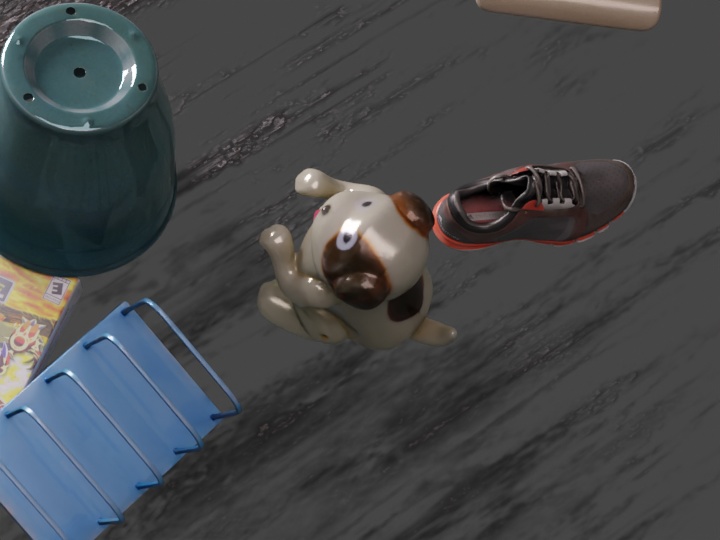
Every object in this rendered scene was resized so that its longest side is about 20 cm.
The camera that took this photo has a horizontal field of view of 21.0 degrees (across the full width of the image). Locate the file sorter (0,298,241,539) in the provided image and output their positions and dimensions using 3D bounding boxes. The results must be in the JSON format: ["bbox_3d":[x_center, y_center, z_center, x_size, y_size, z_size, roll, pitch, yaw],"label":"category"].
[{"bbox_3d":[-0.219,0.137,1.662,0.200,0.123,0.139,-43,97,-19],"label":"file sorter"}]

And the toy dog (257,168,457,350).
[{"bbox_3d":[0.000,0.000,1.704,0.194,0.200,0.140,43,75,9],"label":"toy dog"}]

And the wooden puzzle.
[{"bbox_3d":[0.210,-0.342,1.915,0.183,0.037,0.202,7,73,-3],"label":"wooden puzzle"}]

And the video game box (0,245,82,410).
[{"bbox_3d":[-0.377,0.052,1.737,0.199,0.047,0.183,23,75,2],"label":"video game box"}]

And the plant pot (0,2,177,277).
[{"bbox_3d":[-0.251,-0.126,1.707,0.198,0.188,0.201,5,61,-9],"label":"plant pot"}]

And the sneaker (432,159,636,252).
[{"bbox_3d":[0.167,-0.064,1.801,0.199,0.082,0.078,-15,75,-9],"label":"sneaker"}]
